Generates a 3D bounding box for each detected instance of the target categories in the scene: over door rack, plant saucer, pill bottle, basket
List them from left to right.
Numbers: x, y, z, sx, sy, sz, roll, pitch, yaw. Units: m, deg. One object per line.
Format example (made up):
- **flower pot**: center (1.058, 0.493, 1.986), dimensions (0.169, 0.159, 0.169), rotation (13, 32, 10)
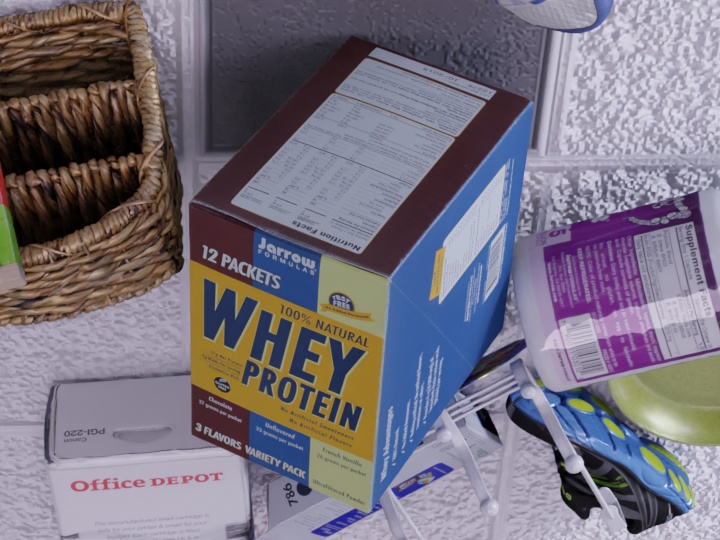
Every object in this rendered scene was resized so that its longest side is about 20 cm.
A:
- **basket**: center (-0.218, -0.061, 1.203), dimensions (0.199, 0.143, 0.149), rotation (-7, 133, 0)
- **over door rack**: center (0.097, 0.165, 1.385), dimensions (0.147, 0.067, 0.200), rotation (-27, 132, 10)
- **pill bottle**: center (0.210, 0.008, 1.307), dimensions (0.199, 0.113, 0.112), rotation (-14, 132, 12)
- **plant saucer**: center (0.279, 0.051, 1.431), dimensions (0.199, 0.031, 0.201), rotation (-3, 132, -3)

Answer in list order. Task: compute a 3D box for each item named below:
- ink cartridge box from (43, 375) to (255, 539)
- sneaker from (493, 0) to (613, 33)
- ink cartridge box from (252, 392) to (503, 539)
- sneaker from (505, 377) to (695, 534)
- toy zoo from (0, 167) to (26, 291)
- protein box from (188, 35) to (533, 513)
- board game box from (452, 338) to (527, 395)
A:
- **ink cartridge box**: center (-0.155, 0.177, 1.461), dimensions (0.145, 0.085, 0.201), rotation (-4, 134, -2)
- **sneaker**: center (0.083, -0.193, 1.156), dimensions (0.075, 0.088, 0.200), rotation (-39, 126, 23)
- **ink cartridge box**: center (0.003, 0.156, 1.451), dimensions (0.199, 0.039, 0.099), rotation (-30, 158, 10)
- **sneaker**: center (0.178, 0.150, 1.481), dimensions (0.083, 0.071, 0.199), rotation (-40, 127, 18)
- **toy zoo**: center (-0.287, -0.071, 1.165), dimensions (0.131, 0.201, 0.020), rotation (-14, 166, -1)
- **protein box**: center (0.000, 0.000, 1.216), dimensions (0.134, 0.200, 0.199), rotation (22, 134, 19)
- **board game box**: center (0.024, 0.081, 1.370), dimensions (0.200, 0.158, 0.039), rotation (-28, 91, 27)
